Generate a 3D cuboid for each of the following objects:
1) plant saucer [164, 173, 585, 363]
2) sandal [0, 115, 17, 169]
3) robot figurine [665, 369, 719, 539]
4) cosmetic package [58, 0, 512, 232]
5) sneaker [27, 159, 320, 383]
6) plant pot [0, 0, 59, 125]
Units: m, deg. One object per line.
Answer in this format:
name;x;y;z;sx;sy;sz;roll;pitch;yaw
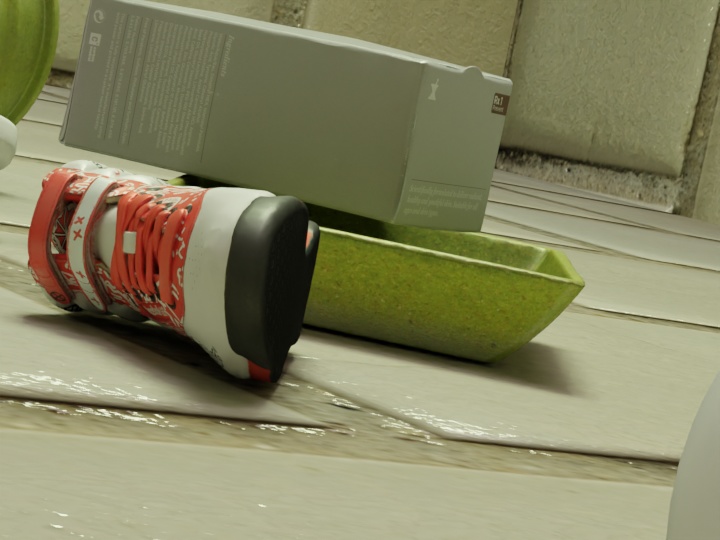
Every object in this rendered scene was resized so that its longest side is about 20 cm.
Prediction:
plant saucer;0.000;0.000;1.138;0.199;0.048;0.200;12;5;1
sandal;-0.252;-0.077;1.224;0.202;0.050;0.082;2;-19;31
robot figurine;0.145;0.052;0.413;0.199;0.125;0.150;9;6;-39
cosmetic package;-0.036;-0.080;1.199;0.199;0.091;0.107;18;7;29
sneaker;-0.075;-0.003;0.889;0.107;0.068;0.201;11;1;1
plant pot;-0.299;-0.141;1.375;0.199;0.201;0.184;13;17;12
